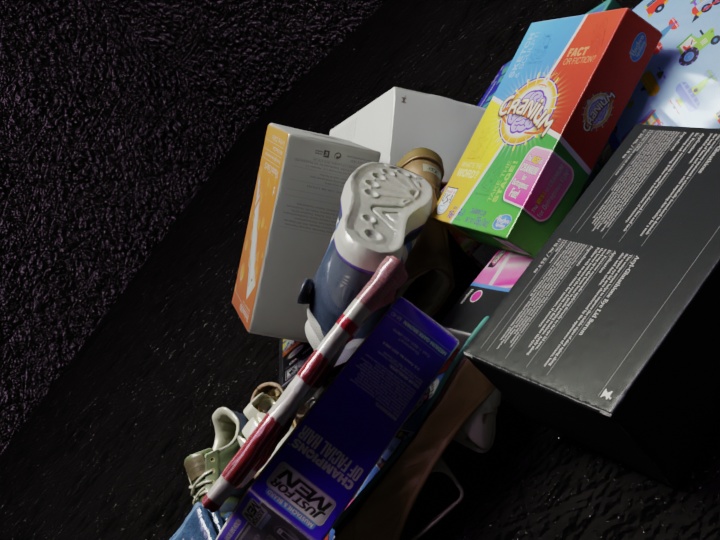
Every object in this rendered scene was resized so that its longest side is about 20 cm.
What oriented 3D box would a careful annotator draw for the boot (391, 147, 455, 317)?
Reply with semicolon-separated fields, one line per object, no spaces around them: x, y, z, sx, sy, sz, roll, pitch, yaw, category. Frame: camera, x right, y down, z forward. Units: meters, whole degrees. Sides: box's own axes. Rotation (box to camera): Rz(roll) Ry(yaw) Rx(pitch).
0.030;-0.012;1.004;0.176;0.066;0.201;-55;21;37;boot

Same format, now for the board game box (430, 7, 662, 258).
0.148;-0.115;0.825;0.201;0.040;0.153;-62;21;-2;board game box

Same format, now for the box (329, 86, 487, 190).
0.050;-0.133;1.173;0.200;0.123;0.098;163;114;-66;box

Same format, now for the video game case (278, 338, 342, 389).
-0.008;0.044;1.108;0.199;0.026;0.181;-38;17;8;video game case

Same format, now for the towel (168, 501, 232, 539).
-0.175;0.306;0.868;0.200;0.048;0.112;-44;44;11;towel

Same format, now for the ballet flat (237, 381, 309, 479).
-0.079;0.153;0.893;0.068;0.067;0.200;-45;13;2;ballet flat

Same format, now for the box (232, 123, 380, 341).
-0.060;-0.040;1.028;0.124;0.097;0.202;-142;63;-71;box

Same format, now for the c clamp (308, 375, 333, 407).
-0.036;0.155;0.971;0.170;0.027;0.200;-35;18;22;c clamp

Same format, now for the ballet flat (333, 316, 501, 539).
0.059;0.128;0.708;0.201;0.063;0.069;-54;-12;0;ballet flat

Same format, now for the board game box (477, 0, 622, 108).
0.210;-0.215;1.154;0.200;0.045;0.153;-23;29;56;board game box

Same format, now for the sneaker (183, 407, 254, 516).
-0.144;0.219;0.973;0.067;0.090;0.201;-34;21;36;sneaker

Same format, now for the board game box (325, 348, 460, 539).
0.020;0.144;0.826;0.200;0.019;0.103;-52;23;-13;board game box

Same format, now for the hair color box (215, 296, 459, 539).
-0.015;0.124;0.724;0.200;0.065;0.110;-52;-4;-38;hair color box

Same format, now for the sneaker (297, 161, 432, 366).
0.000;0.000;0.882;0.200;0.080;0.147;-66;-3;-61;sneaker

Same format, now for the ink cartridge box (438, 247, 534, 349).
0.142;0.029;0.742;0.095;0.037;0.200;-49;23;-13;ink cartridge box

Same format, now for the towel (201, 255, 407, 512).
-0.036;0.080;0.698;0.201;0.023;0.144;-52;-3;-5;towel

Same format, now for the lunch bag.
0.264;-0.147;0.786;0.150;0.094;0.201;-39;24;26;lunch bag

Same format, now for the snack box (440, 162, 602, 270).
0.148;-0.081;0.983;0.142;0.053;0.200;-46;16;8;snack box

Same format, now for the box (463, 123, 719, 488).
0.179;0.010;0.601;0.200;0.079;0.141;-51;25;-11;box
